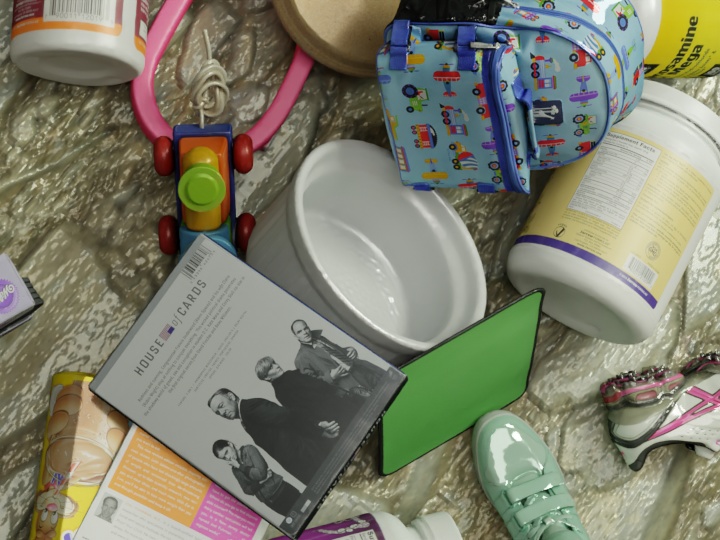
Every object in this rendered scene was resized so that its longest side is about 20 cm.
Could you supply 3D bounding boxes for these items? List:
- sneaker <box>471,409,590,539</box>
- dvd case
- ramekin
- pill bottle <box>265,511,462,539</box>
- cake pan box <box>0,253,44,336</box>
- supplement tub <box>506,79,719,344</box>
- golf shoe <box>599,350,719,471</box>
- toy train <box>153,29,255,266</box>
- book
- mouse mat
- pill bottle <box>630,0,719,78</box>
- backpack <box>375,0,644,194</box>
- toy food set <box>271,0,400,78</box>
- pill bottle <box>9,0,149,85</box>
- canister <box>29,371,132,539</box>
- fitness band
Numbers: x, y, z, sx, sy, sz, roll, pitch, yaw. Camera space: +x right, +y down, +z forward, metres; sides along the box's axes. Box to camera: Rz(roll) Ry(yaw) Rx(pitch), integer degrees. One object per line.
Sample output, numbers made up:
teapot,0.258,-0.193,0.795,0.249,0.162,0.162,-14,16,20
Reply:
sneaker,0.166,0.210,1.276,0.073,0.118,0.202,-24,87,-13
dvd case,-0.086,0.086,1.133,0.199,0.025,0.151,34,81,13
ramekin,0.000,0.000,1.238,0.200,0.098,0.202,26,45,-29
pill bottle,-0.012,0.264,1.232,0.198,0.112,0.113,-12,85,-14
cake pan box,-0.343,0.058,1.151,0.199,0.184,0.053,-32,94,-15
supplement tub,0.232,-0.052,1.313,0.145,0.145,0.201,31,77,-7
golf shoe,0.319,0.121,1.350,0.198,0.073,0.093,-14,91,-4
toy train,-0.130,-0.087,1.218,0.084,0.116,0.202,-2,110,-3
book,-0.128,0.166,1.165,0.133,0.048,0.201,27,75,-3
mouse mat,0.082,0.097,1.241,0.160,0.200,0.008,-29,62,-15
pill bottle,0.252,-0.229,1.326,0.199,0.112,0.113,-5,83,-36
backpack,0.128,-0.153,1.215,0.198,0.183,0.135,5,46,15
toy food set,0.013,-0.269,1.296,0.199,0.049,0.199,-22,101,-10
pill bottle,-0.233,-0.268,1.256,0.113,0.114,0.202,5,80,-12
canister,-0.198,0.191,1.215,0.147,0.087,0.202,8,79,-12
fitness band,-0.119,-0.186,1.310,0.143,0.037,0.201,28,76,-7
